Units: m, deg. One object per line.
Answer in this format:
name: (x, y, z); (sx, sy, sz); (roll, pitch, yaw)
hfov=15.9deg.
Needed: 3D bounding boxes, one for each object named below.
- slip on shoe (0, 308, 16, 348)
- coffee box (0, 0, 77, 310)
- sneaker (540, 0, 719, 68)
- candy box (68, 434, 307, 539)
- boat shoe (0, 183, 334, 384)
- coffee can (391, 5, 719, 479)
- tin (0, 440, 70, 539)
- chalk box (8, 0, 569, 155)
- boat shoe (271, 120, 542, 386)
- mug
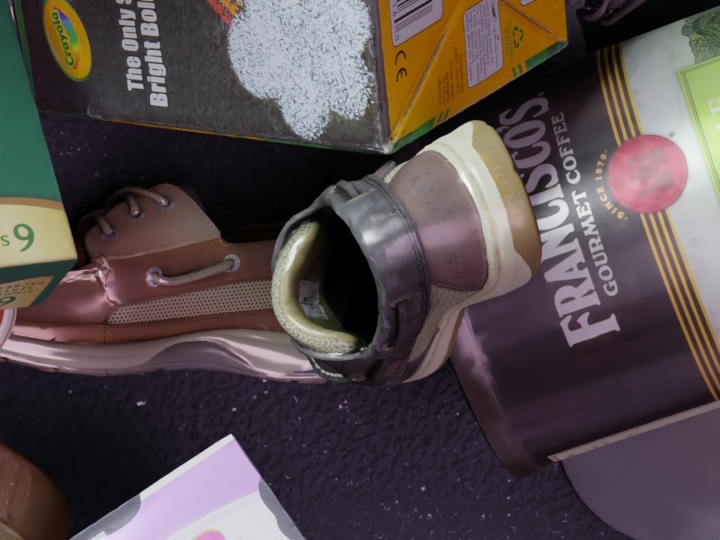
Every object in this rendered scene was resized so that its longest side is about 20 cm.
slip on shoe: (-0.203, -0.031, 0.875); (0.200, 0.061, 0.074); (41, 93, -11)
coffee box: (-0.175, -0.079, 0.843); (0.123, 0.044, 0.200); (-6, 71, -29)
sneaker: (0.081, -0.118, 0.976); (0.200, 0.115, 0.075); (30, 93, -29)
candy box: (-0.093, 0.157, 0.946); (0.168, 0.200, 0.072); (-32, 74, -12)
boat shoe: (-0.081, 0.001, 0.972); (0.200, 0.076, 0.072); (3, 96, -30)
coffee can: (0.130, -0.022, 0.972); (0.200, 0.146, 0.147); (-20, 117, 11)
tin: (-0.191, 0.071, 0.922); (0.200, 0.112, 0.042); (38, 51, -32)
chalk box: (-0.046, -0.125, 0.893); (0.124, 0.200, 0.125); (-33, 125, -49)
boat shoe: (0.000, 0.001, 0.873); (0.066, 0.201, 0.072); (-16, 82, -18)
mug: (0.181, 0.053, 1.058); (0.149, 0.153, 0.187); (-1, 107, -24)
